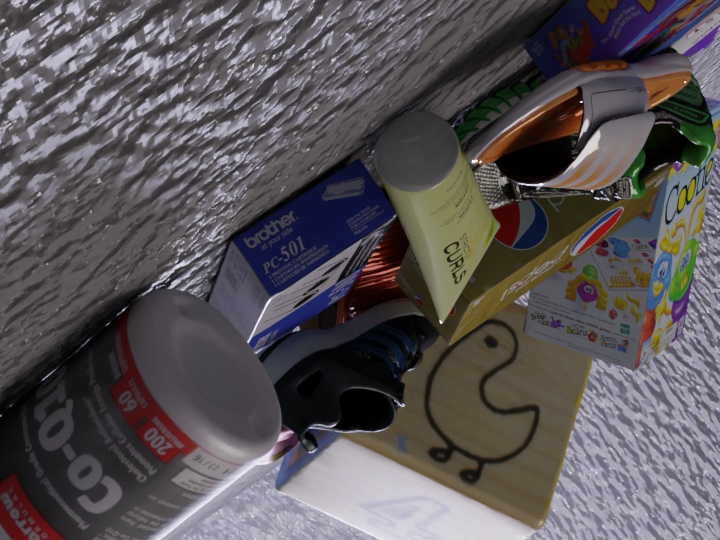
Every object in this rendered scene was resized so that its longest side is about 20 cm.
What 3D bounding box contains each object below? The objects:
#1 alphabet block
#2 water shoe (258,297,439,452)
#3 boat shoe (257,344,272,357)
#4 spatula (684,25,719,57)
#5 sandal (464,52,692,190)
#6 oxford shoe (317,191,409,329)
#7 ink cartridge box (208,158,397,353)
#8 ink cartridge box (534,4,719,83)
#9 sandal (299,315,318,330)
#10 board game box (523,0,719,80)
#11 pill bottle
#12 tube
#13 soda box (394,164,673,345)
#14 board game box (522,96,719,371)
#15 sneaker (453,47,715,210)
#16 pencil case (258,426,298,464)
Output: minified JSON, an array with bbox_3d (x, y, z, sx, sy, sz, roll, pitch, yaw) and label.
[{"bbox_3d":[0.065,0.131,1.816,0.196,0.199,0.197,-45,-158,62],"label":"alphabet block"},{"bbox_3d":[0.001,0.077,1.397,0.199,0.079,0.072,-16,152,-51],"label":"water shoe"},{"bbox_3d":[-0.127,0.102,1.447,0.199,0.072,0.062,-38,179,2],"label":"boat shoe"},{"bbox_3d":[0.254,-0.172,1.733,0.056,0.021,0.200,-25,170,-35],"label":"spatula"},{"bbox_3d":[0.147,-0.084,1.200,0.206,0.060,0.079,-19,164,-47],"label":"sandal"},{"bbox_3d":[0.000,0.000,1.463,0.071,0.073,0.201,-13,146,-26],"label":"oxford shoe"},{"bbox_3d":[-0.041,-0.002,1.259,0.094,0.044,0.200,-33,174,-15],"label":"ink cartridge box"},{"bbox_3d":[0.195,-0.154,1.455,0.199,0.044,0.174,-38,173,10],"label":"ink cartridge box"},{"bbox_3d":[0.020,0.008,1.561,0.054,0.080,0.200,-51,-174,-39],"label":"sandal"},{"bbox_3d":[0.202,-0.190,1.199,0.134,0.045,0.200,-31,171,-43],"label":"board game box"},{"bbox_3d":[-0.151,0.111,1.160,0.200,0.114,0.114,-39,173,22],"label":"pill bottle"},{"bbox_3d":[0.053,-0.033,1.240,0.058,0.052,0.200,-20,156,4],"label":"tube"},{"bbox_3d":[0.121,-0.033,1.414,0.199,0.064,0.068,-32,162,-26],"label":"soda box"},{"bbox_3d":[0.209,-0.041,1.611,0.103,0.104,0.202,-28,131,-54],"label":"board game box"},{"bbox_3d":[0.140,-0.081,1.329,0.199,0.086,0.078,-21,144,-8],"label":"sneaker"},{"bbox_3d":[-0.083,0.114,1.720,0.086,0.083,0.200,-34,173,-12],"label":"pencil case"}]
